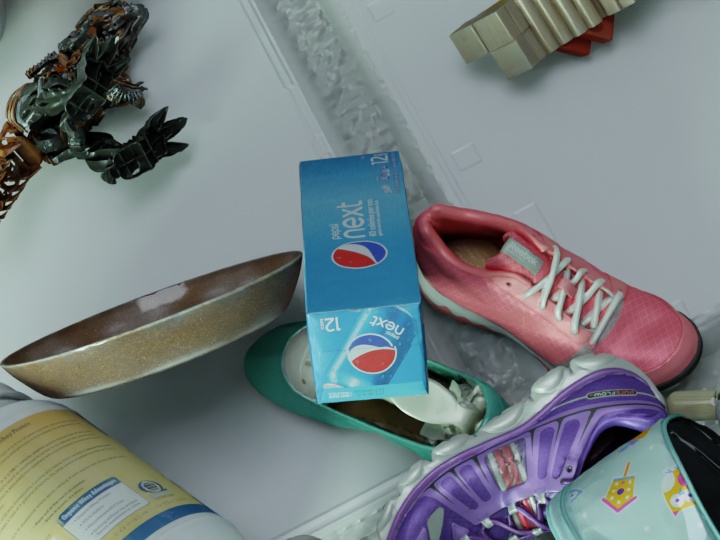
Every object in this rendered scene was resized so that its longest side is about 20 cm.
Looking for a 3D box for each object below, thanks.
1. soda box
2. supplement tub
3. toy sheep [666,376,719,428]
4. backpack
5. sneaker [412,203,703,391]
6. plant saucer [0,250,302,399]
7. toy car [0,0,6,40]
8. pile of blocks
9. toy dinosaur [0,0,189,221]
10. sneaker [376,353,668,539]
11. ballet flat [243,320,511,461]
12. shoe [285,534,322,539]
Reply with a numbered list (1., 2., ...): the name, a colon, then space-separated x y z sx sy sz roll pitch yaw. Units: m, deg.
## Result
1. soda box: 0.000 0.000 1.249 0.068 0.064 0.200 -6 28 0
2. supplement tub: -0.179 0.167 1.221 0.200 0.145 0.145 32 75 28
3. toy sheep: 0.269 0.072 1.152 0.199 0.138 0.138 2 63 25
4. backpack: 0.180 0.183 1.080 0.153 0.176 0.200 -31 72 19
5. sneaker: 0.112 0.016 1.253 0.200 0.087 0.074 23 71 25
6. plant saucer: -0.125 0.037 1.274 0.200 0.200 0.035 -20 95 5
7. toy car: -0.300 -0.214 1.461 0.184 0.177 0.200 30 86 38
8. pile of blocks: 0.159 -0.188 1.377 0.200 0.082 0.062 -32 101 8
9. toy dinosaur: -0.199 -0.105 1.421 0.136 0.102 0.201 6 76 45
10. sneaker: 0.094 0.129 1.185 0.200 0.081 0.083 -40 41 1
11. ballet flat: 0.009 0.067 1.264 0.200 0.070 0.067 20 70 25
12. shoe: 0.020 0.226 1.171 0.053 0.070 0.200 -49 63 27
